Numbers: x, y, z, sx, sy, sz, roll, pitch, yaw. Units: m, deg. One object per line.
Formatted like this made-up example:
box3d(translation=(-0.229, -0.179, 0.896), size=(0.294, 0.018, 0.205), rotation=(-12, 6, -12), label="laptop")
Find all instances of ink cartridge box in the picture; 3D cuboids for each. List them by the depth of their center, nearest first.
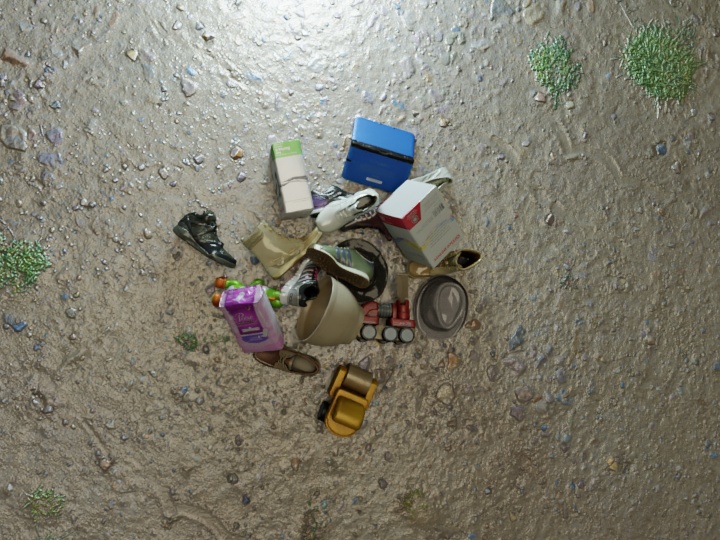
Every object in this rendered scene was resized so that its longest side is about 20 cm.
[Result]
box3d(translation=(-0.199, -0.253, 1.686), size=(0.084, 0.145, 0.201), rotation=(-11, 89, -12), label="ink cartridge box")
box3d(translation=(0.174, -0.135, 1.718), size=(0.145, 0.145, 0.200), rotation=(-44, 121, -14), label="ink cartridge box")

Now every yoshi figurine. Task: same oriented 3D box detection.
box3d(translation=(-0.312, 0.075, 1.683), size=(0.199, 0.112, 0.113), rotation=(8, 124, 1), label="yoshi figurine")

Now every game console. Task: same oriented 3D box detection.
box3d(translation=(0.056, -0.351, 1.812), size=(0.199, 0.118, 0.171), rotation=(14, 115, -11), label="game console")

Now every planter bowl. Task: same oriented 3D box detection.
box3d(translation=(-0.074, 0.131, 1.675), size=(0.135, 0.200, 0.201), rotation=(26, 82, -21), label="planter bowl")

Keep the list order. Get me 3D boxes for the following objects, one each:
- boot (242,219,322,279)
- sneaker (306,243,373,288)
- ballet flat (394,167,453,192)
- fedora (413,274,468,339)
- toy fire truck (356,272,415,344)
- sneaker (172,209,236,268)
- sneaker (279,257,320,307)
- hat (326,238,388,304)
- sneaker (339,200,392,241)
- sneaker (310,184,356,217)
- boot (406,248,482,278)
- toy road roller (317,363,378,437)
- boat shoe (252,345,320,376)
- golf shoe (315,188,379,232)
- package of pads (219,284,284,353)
box3d(translation=(-0.222, -0.093, 1.704), size=(0.200, 0.073, 0.155), rotation=(-43, 97, -7), label="boot")
box3d(translation=(-0.050, -0.032, 1.679), size=(0.200, 0.067, 0.090), rotation=(29, 48, 0), label="sneaker")
box3d(translation=(0.198, -0.254, 1.802), size=(0.200, 0.069, 0.070), rotation=(-26, 93, -18), label="ballet flat")
box3d(translation=(0.257, 0.112, 1.791), size=(0.176, 0.090, 0.201), rotation=(17, 84, -10), label="fedora")
box3d(translation=(0.078, 0.111, 1.742), size=(0.176, 0.129, 0.201), rotation=(6, 78, -11), label="toy fire truck")
box3d(translation=(-0.416, -0.095, 1.667), size=(0.199, 0.076, 0.114), rotation=(38, 87, -2), label="sneaker")
box3d(translation=(-0.144, 0.035, 1.670), size=(0.087, 0.074, 0.200), rotation=(21, 46, 17), label="sneaker")
box3d(translation=(0.000, 0.000, 1.748), size=(0.200, 0.081, 0.201), rotation=(1, 86, -13), label="hat")
box3d(translation=(0.044, -0.129, 1.771), size=(0.200, 0.076, 0.116), rotation=(-25, 104, -5), label="sneaker")
box3d(translation=(-0.057, -0.218, 1.754), size=(0.199, 0.076, 0.088), rotation=(-10, 83, -12), label="sneaker")
box3d(translation=(0.248, -0.022, 1.763), size=(0.199, 0.155, 0.073), rotation=(-7, 89, -12), label="boot")
box3d(translation=(-0.030, 0.375, 1.687), size=(0.123, 0.146, 0.200), rotation=(25, 82, -10), label="toy road roller")
box3d(translation=(-0.207, 0.254, 1.692), size=(0.199, 0.072, 0.076), rotation=(13, 84, -8), label="boat shoe")
box3d(translation=(-0.037, -0.172, 1.669), size=(0.200, 0.097, 0.078), rotation=(-31, 98, -3), label="golf shoe")
box3d(translation=(-0.292, 0.138, 1.619), size=(0.120, 0.076, 0.200), rotation=(-10, 128, 9), label="package of pads")
